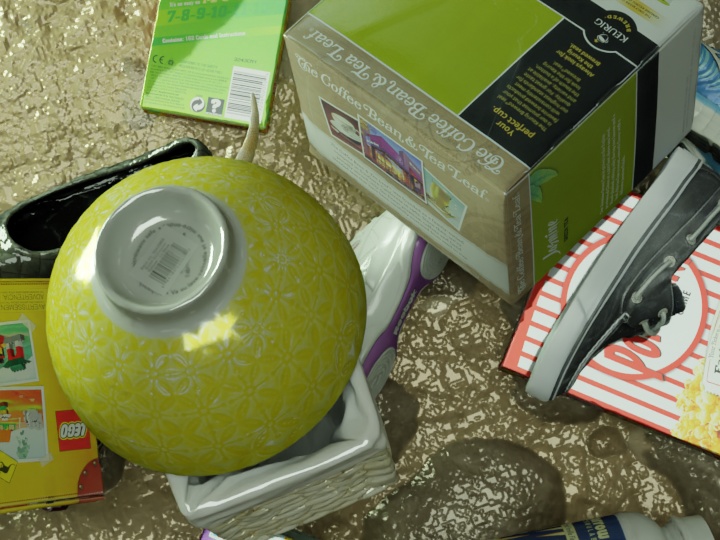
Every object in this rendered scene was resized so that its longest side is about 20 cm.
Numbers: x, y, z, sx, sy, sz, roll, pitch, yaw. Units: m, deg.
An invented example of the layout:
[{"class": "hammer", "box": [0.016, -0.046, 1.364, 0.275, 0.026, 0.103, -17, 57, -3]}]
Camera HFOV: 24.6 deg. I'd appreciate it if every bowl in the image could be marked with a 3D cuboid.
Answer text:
[{"class": "bowl", "box": [-0.103, 0.009, 0.965, 0.199, 0.108, 0.201, -4, 66, 10]}]

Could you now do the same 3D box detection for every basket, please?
[{"class": "basket", "box": [-0.068, 0.065, 1.061, 0.135, 0.124, 0.201, -22, 64, 1]}]

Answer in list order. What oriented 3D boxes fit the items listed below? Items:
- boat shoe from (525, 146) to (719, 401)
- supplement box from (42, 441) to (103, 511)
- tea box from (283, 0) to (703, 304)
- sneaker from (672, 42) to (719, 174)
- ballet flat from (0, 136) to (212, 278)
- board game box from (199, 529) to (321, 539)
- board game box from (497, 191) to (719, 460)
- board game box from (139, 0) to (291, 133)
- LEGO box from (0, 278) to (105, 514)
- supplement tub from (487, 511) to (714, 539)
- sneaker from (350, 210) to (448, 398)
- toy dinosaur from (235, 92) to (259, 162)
[{"class": "boat shoe", "box": [0.188, 0.014, 1.119, 0.068, 0.072, 0.200, 35, 78, 7]}, {"class": "supplement box", "box": [-0.273, 0.076, 1.176, 0.199, 0.061, 0.109, 30, 85, 6]}, {"class": "tea box", "box": [0.090, -0.125, 1.100, 0.197, 0.134, 0.200, -41, 61, -19]}, {"class": "sneaker", "box": [0.241, -0.135, 1.188, 0.090, 0.078, 0.200, -40, 87, -22]}, {"class": "ballet flat", "box": [-0.198, -0.046, 1.177, 0.199, 0.057, 0.067, -26, 64, -10]}, {"class": "board game box", "box": [-0.086, 0.272, 1.126, 0.104, 0.103, 0.201, 21, 85, 4]}, {"class": "board game box", "box": [0.217, 0.037, 1.170, 0.199, 0.046, 0.152, 21, 85, 5]}, {"class": "board game box", "box": [-0.098, -0.208, 1.219, 0.095, 0.030, 0.201, 10, 87, 2]}, {"class": "LEGO box", "box": [-0.268, 0.084, 1.045, 0.077, 0.199, 0.150, -13, 81, 41]}, {"class": "supplement tub", "box": [0.143, 0.243, 1.101, 0.199, 0.145, 0.146, -12, 83, 0]}, {"class": "sneaker", "box": [0.000, 0.000, 1.168, 0.099, 0.075, 0.201, 23, 76, 24]}, {"class": "toy dinosaur", "box": [-0.111, -0.019, 1.157, 0.200, 0.058, 0.101, -45, 125, 6]}]
